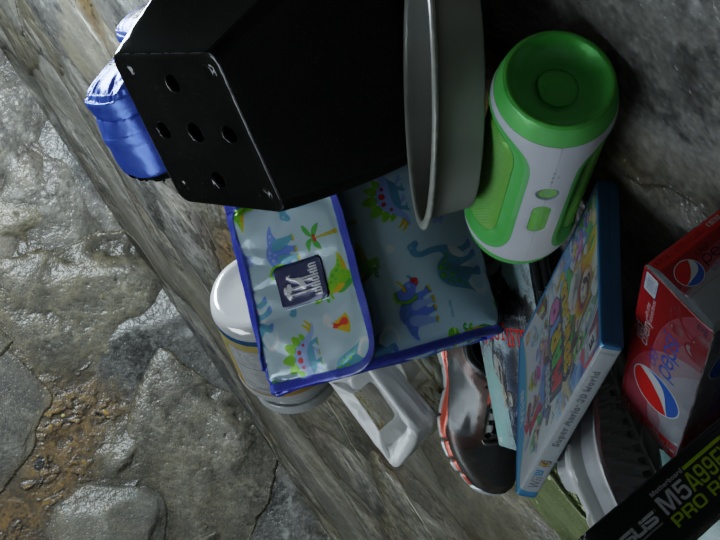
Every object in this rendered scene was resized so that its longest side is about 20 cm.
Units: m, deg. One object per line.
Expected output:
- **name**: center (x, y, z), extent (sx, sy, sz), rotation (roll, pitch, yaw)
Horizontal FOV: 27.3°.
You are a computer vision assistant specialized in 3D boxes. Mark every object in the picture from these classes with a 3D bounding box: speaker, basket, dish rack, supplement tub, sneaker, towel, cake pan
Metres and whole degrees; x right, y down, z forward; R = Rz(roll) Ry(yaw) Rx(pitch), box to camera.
- **speaker**: center (0.119, -0.078, 1.008), extent (0.089, 0.088, 0.200), rotation (51, 163, 18)
- **basket**: center (0.054, 0.103, 1.544), extent (0.136, 0.123, 0.200), rotation (52, 166, 10)
- **dish rack**: center (0.190, 0.142, 1.133), extent (0.200, 0.043, 0.172), rotation (-78, -33, -56)
- **supplement tub**: center (-0.107, 0.084, 1.974), extent (0.145, 0.144, 0.200), rotation (44, 162, 38)
- **sneaker**: center (0.121, 0.125, 1.409), extent (0.082, 0.077, 0.201), rotation (7, 114, 57)
- **towel**: center (0.207, 0.228, 1.502), extent (0.200, 0.036, 0.148), rotation (49, 165, 22)
- **cake pan**: center (0.056, -0.129, 1.020), extent (0.200, 0.037, 0.201), rotation (179, 90, -87)

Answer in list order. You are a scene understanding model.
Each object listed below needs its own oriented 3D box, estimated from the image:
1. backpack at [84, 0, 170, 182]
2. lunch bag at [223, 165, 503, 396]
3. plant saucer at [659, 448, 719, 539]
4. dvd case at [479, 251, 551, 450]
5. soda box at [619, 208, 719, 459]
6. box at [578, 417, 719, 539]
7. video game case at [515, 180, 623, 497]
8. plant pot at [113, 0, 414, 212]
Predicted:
- **backpack**: center (-0.179, -0.190, 1.493), extent (0.168, 0.200, 0.162), rotation (59, 166, -15)
- **lunch bag**: center (0.000, 0.000, 1.236), extent (0.127, 0.199, 0.171), rotation (91, 165, -84)
- **plant saucer**: center (0.285, 0.243, 1.274), extent (0.201, 0.039, 0.201), rotation (50, 165, 19)
- **dvd case**: center (0.133, 0.057, 1.251), extent (0.146, 0.022, 0.201), rotation (-177, 77, -73)
- **soda box**: center (0.223, 0.047, 0.982), extent (0.063, 0.070, 0.200), rotation (48, 163, 25)
- **box**: center (0.216, 0.145, 0.961), extent (0.044, 0.200, 0.160), rotation (49, 165, 17)
- **video game case**: center (0.147, 0.053, 1.064), extent (0.200, 0.018, 0.143), rotation (107, 171, -51)
- **plant pot**: center (-0.068, -0.153, 1.153), extent (0.199, 0.177, 0.200), rotation (9, 130, 47)
